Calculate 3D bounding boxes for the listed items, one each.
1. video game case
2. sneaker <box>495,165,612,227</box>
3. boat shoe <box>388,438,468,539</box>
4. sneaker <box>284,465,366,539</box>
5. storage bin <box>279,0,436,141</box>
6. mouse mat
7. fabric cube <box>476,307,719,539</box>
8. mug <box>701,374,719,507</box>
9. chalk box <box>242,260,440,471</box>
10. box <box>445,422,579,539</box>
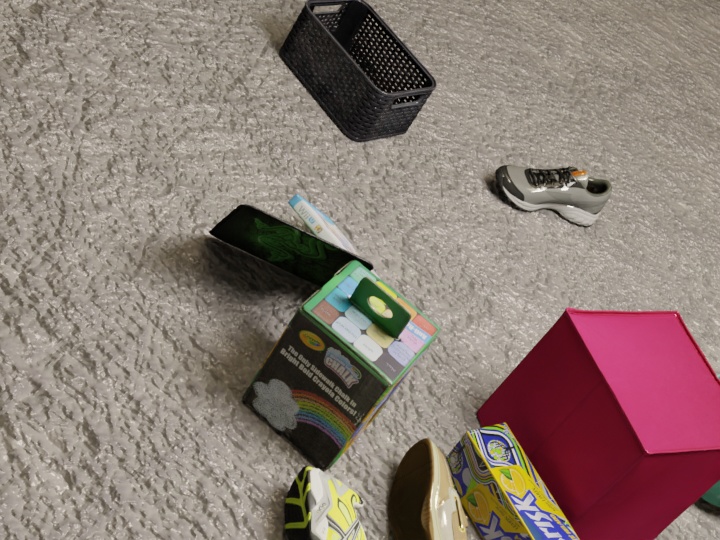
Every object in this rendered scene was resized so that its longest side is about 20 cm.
[{"bbox_3d":[0.000,0.000,1.492,0.200,0.018,0.143,49,5,18],"label":"video game case"},{"bbox_3d":[0.287,-0.129,1.870,0.198,0.080,0.074,11,45,-27],"label":"sneaker"},{"bbox_3d":[0.076,0.266,1.293,0.066,0.074,0.201,32,37,-26],"label":"boat shoe"},{"bbox_3d":[-0.026,0.275,1.191,0.076,0.076,0.201,20,41,-19],"label":"sneaker"},{"bbox_3d":[-0.004,-0.292,1.806,0.135,0.094,0.200,-16,61,-47],"label":"storage bin"},{"bbox_3d":[-0.082,-0.024,1.400,0.160,0.200,0.008,25,75,-13],"label":"mouse mat"},{"bbox_3d":[0.288,0.180,1.437,0.195,0.200,0.201,3,48,-34],"label":"fabric cube"},{"bbox_3d":[0.469,0.238,1.586,0.151,0.115,0.186,18,41,-23],"label":"mug"},{"bbox_3d":[-0.011,0.084,1.304,0.125,0.200,0.124,40,37,6],"label":"chalk box"},{"bbox_3d":[0.170,0.269,1.354,0.064,0.070,0.201,-7,54,-39],"label":"box"}]
